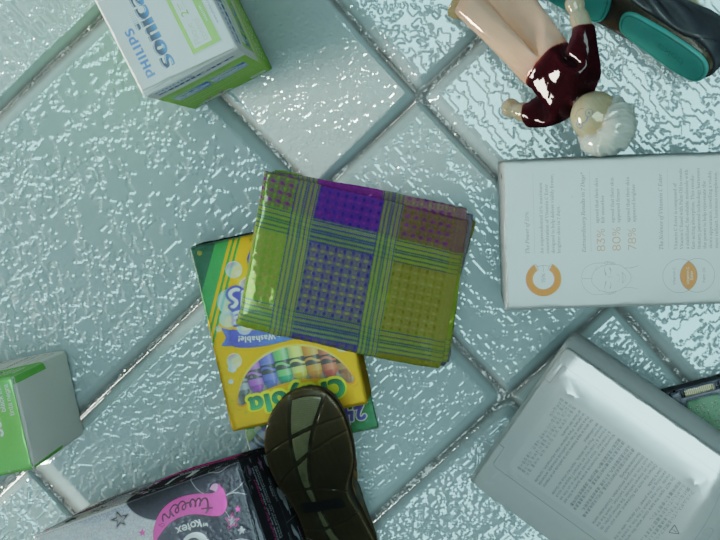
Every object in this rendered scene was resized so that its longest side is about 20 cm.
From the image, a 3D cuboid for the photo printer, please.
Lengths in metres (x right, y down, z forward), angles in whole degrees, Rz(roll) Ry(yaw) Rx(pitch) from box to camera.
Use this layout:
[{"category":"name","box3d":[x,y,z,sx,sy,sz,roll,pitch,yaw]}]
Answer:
[{"category":"photo printer","box3d":[0.219,0.174,1.063,0.200,0.069,0.167,35,107,11]}]

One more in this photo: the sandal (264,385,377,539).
[{"category":"sandal","box3d":[-0.028,0.179,1.098,0.082,0.055,0.200,-11,121,16]}]

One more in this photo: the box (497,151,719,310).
[{"category":"box","box3d":[0.218,-0.036,1.052,0.200,0.097,0.125,-1,95,4]}]

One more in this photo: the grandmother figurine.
[{"category":"grandmother figurine","box3d":[0.153,-0.168,1.026,0.200,0.061,0.121,51,142,23]}]

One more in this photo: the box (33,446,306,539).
[{"category":"box","box3d":[-0.160,0.248,1.085,0.200,0.115,0.132,-21,87,9]}]

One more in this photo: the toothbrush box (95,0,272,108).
[{"category":"toothbrush box","box3d":[-0.152,-0.218,1.011,0.086,0.200,0.146,-26,92,6]}]

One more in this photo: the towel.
[{"category":"towel","box3d":[0.000,0.000,1.067,0.200,0.023,0.144,11,87,-18]}]

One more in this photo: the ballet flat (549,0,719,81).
[{"category":"ballet flat","box3d":[0.226,-0.235,1.054,0.200,0.073,0.073,33,97,7]}]

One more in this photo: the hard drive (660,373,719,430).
[{"category":"hard drive","box3d":[0.356,0.184,1.092,0.140,0.038,0.200,-16,95,5]}]

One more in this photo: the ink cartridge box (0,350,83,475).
[{"category":"ink cartridge box","box3d":[-0.365,0.137,1.086,0.200,0.146,0.084,-11,94,5]}]

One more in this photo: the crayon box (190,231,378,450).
[{"category":"crayon box","box3d":[-0.065,0.061,1.105,0.126,0.052,0.200,-12,95,5]}]
